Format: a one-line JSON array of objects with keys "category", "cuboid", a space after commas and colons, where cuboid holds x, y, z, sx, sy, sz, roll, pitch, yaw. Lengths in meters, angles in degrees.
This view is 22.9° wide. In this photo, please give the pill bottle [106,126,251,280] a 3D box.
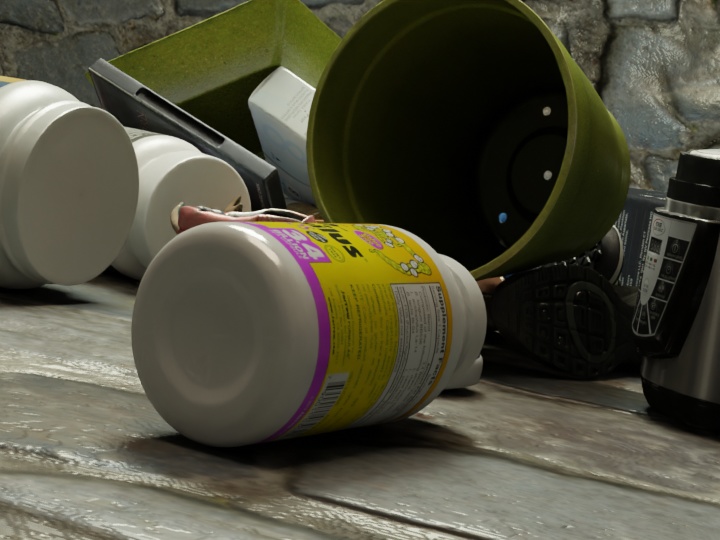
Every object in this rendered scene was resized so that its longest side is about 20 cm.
[{"category": "pill bottle", "cuboid": [-0.181, -0.054, 1.395, 0.113, 0.115, 0.199, 3, 8, -38]}]

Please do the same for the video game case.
[{"category": "video game case", "cuboid": [-0.133, -0.079, 1.445, 0.199, 0.019, 0.143, 32, -26, 27]}]

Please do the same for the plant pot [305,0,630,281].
[{"category": "plant pot", "cuboid": [0.096, -0.080, 1.235, 0.199, 0.202, 0.192, 11, 0, 31]}]

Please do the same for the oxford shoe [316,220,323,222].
[{"category": "oxford shoe", "cuboid": [-0.019, 0.007, 1.257, 0.198, 0.072, 0.073, 12, 12, 31]}]

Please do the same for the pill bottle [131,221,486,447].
[{"category": "pill bottle", "cuboid": [-0.016, 0.028, 0.890, 0.103, 0.105, 0.199, 12, 7, 32]}]

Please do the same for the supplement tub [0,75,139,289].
[{"category": "supplement tub", "cuboid": [-0.269, -0.067, 1.250, 0.199, 0.146, 0.144, 11, 7, 33]}]

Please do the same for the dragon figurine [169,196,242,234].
[{"category": "dragon figurine", "cuboid": [-0.057, 0.006, 1.172, 0.199, 0.059, 0.099, 10, -30, 50]}]

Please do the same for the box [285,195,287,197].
[{"category": "box", "cuboid": [-0.017, -0.044, 1.661, 0.198, 0.083, 0.049, 10, 6, 13]}]

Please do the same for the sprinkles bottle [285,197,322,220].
[{"category": "sprinkles bottle", "cuboid": [-0.080, -0.035, 1.559, 0.068, 0.069, 0.199, 4, 7, -33]}]

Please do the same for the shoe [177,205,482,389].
[{"category": "shoe", "cuboid": [-0.020, 0.015, 1.069, 0.198, 0.092, 0.071, 8, 6, 1]}]

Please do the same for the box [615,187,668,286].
[{"category": "box", "cuboid": [0.290, -0.004, 1.532, 0.195, 0.119, 0.200, 5, 5, -24]}]

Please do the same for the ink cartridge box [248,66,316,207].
[{"category": "ink cartridge box", "cuboid": [0.002, -0.066, 1.477, 0.199, 0.047, 0.160, 38, -16, 18]}]

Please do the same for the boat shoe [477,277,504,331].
[{"category": "boat shoe", "cuboid": [0.068, 0.003, 1.381, 0.075, 0.073, 0.200, 5, 7, -29]}]

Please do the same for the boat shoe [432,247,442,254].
[{"category": "boat shoe", "cuboid": [0.000, 0.000, 1.334, 0.198, 0.071, 0.063, 10, 7, 33]}]

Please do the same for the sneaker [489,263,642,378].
[{"category": "sneaker", "cuboid": [0.154, 0.039, 1.242, 0.199, 0.077, 0.090, 12, -8, -42]}]

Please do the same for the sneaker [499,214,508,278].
[{"category": "sneaker", "cuboid": [0.110, -0.040, 1.502, 0.199, 0.066, 0.079, 33, -27, 21]}]

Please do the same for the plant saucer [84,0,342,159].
[{"category": "plant saucer", "cuboid": [-0.101, -0.147, 1.532, 0.198, 0.048, 0.200, -20, -25, 21]}]

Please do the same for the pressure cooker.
[{"category": "pressure cooker", "cuboid": [0.266, -0.002, 1.085, 0.175, 0.202, 0.178, 13, 8, 34]}]

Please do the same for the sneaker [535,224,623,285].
[{"category": "sneaker", "cuboid": [0.181, 0.006, 1.385, 0.082, 0.072, 0.200, 19, -11, -9]}]
